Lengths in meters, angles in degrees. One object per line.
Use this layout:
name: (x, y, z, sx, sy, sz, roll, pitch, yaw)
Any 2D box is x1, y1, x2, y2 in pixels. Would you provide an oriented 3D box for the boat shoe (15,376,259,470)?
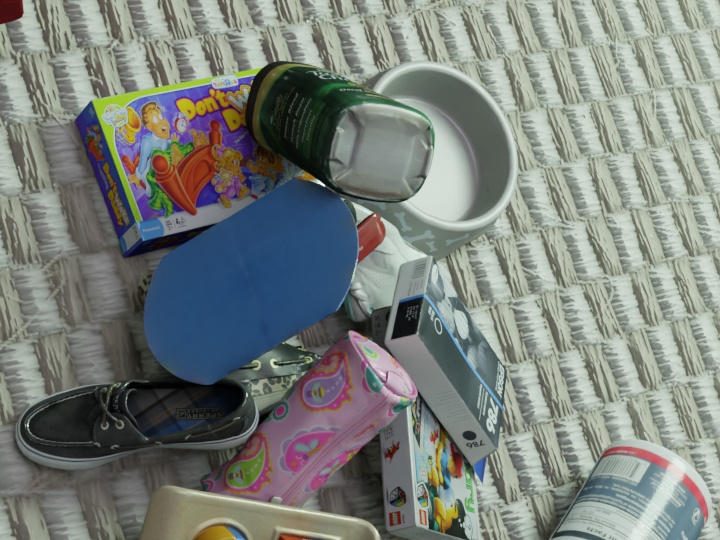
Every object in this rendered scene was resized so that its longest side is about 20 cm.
boat shoe: (-0.181, 0.117, 1.379, 0.198, 0.066, 0.071, 0, 63, -3)

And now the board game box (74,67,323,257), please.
board game box: (-0.142, -0.101, 1.543, 0.199, 0.045, 0.136, -16, 79, -34)

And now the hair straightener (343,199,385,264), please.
hair straightener: (-0.069, 0.012, 1.460, 0.200, 0.077, 0.041, -46, 140, -18)

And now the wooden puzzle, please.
wooden puzzle: (-0.092, 0.280, 1.372, 0.198, 0.046, 0.187, 14, 95, -23)

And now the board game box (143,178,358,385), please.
board game box: (-0.083, 0.018, 1.406, 0.039, 0.199, 0.159, 52, 10, -46)

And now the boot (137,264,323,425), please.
boot: (-0.089, 0.053, 1.498, 0.202, 0.073, 0.155, -17, 77, -35)

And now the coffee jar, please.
coffee jar: (-0.023, -0.124, 1.481, 0.103, 0.200, 0.086, 8, 102, -29)

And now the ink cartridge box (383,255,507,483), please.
ink cartridge box: (0.088, 0.091, 1.538, 0.201, 0.039, 0.100, 56, 31, -35)

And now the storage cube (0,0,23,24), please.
storage cube: (-0.380, -0.281, 1.363, 0.170, 0.180, 0.202, -21, 82, -11)

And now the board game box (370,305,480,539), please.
board game box: (0.059, 0.143, 1.538, 0.126, 0.034, 0.202, 27, 54, -56)

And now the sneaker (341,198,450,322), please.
sneaker: (0.000, 0.000, 1.556, 0.199, 0.075, 0.089, 34, 76, -34)

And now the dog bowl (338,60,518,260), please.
dog bowl: (0.067, -0.113, 1.663, 0.198, 0.059, 0.202, 12, 65, -26)

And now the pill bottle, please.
pill bottle: (0.232, 0.265, 1.574, 0.120, 0.119, 0.200, 44, 56, -8)

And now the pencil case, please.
pencil case: (-0.044, 0.143, 1.420, 0.087, 0.087, 0.200, 43, 99, -8)
